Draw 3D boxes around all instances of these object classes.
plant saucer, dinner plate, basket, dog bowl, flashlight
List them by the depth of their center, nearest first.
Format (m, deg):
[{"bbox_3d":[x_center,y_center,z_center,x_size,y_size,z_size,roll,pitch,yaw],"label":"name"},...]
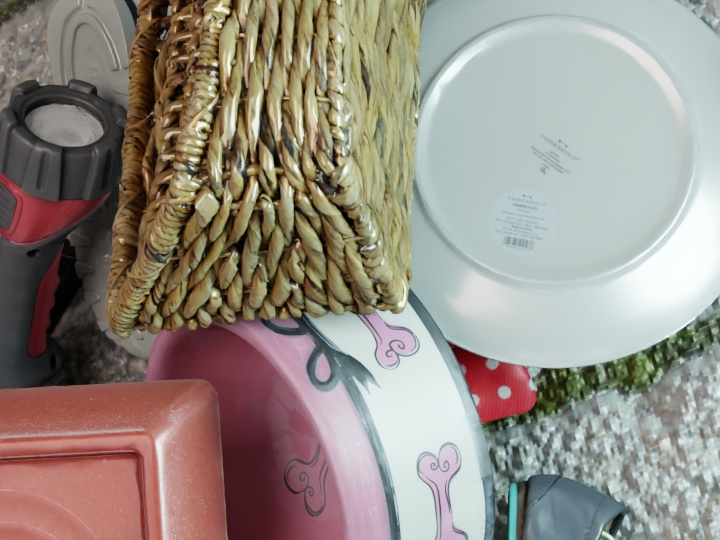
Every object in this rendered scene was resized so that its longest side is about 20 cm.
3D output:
[{"bbox_3d":[-0.059,-0.086,1.335,0.149,0.143,0.200,-4,58,14],"label":"basket"},{"bbox_3d":[-0.160,0.156,1.386,0.199,0.037,0.201,-4,91,12],"label":"plant saucer"},{"bbox_3d":[0.089,-0.053,1.387,0.200,0.024,0.201,-1,72,4],"label":"dinner plate"},{"bbox_3d":[-0.027,0.085,1.408,0.200,0.074,0.201,31,132,43],"label":"dog bowl"},{"bbox_3d":[-0.164,-0.001,1.524,0.068,0.068,0.200,14,129,0],"label":"flashlight"}]

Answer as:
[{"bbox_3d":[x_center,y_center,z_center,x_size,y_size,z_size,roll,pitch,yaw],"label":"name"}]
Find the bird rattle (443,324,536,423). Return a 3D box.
[{"bbox_3d":[0.000,0.000,1.473,0.163,0.113,0.200,-26,81,39],"label":"bird rattle"}]

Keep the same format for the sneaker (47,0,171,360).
[{"bbox_3d":[-0.103,-0.054,1.544,0.076,0.080,0.201,6,105,38],"label":"sneaker"}]

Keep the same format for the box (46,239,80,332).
[{"bbox_3d":[-0.258,0.045,1.584,0.079,0.141,0.200,40,103,31],"label":"box"}]

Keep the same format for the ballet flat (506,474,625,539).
[{"bbox_3d":[0.092,0.193,1.374,0.073,0.073,0.201,-2,75,33],"label":"ballet flat"}]
